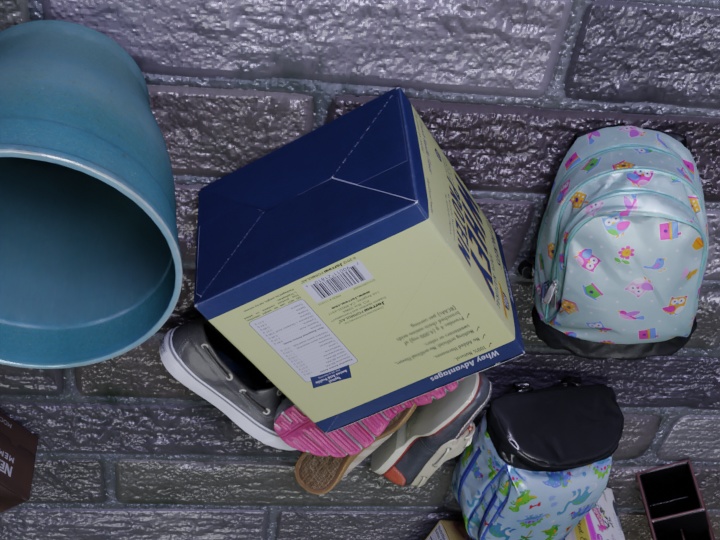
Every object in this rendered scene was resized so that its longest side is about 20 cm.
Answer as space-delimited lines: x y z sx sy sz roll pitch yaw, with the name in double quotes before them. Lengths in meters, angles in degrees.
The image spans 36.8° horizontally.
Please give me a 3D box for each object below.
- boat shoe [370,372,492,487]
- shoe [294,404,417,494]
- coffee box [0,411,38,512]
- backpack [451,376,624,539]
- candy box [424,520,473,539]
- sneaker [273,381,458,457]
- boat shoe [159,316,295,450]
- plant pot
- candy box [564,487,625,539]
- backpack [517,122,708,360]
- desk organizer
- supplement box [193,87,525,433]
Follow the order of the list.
"boat shoe" 0.082 0.165 1.114 0.062 0.072 0.200 27 134 -13
"shoe" 0.001 0.151 1.115 0.070 0.053 0.200 44 118 4
"coffee box" -0.443 0.210 1.104 0.198 0.081 0.113 -25 132 20
"backpack" 0.175 0.219 1.147 0.161 0.156 0.200 -2 153 -28
"candy box" 0.101 0.396 1.333 0.115 0.057 0.201 14 123 -33
"sneaker" 0.006 0.103 1.025 0.198 0.089 0.082 -28 119 11
"boat shoe" -0.100 0.105 1.046 0.066 0.070 0.200 -33 122 28
"plant pot" -0.219 -0.068 0.759 0.197 0.190 0.202 -2 137 -2
"candy box" 0.234 0.364 1.293 0.060 0.138 0.201 17 131 -24
"backpack" 0.223 -0.019 0.902 0.164 0.128 0.202 -2 133 2
"desk organizer" 0.369 0.322 1.217 0.071 0.202 0.077 -16 134 12
"supplement box" 0.000 0.000 0.891 0.198 0.135 0.200 -24 134 18
